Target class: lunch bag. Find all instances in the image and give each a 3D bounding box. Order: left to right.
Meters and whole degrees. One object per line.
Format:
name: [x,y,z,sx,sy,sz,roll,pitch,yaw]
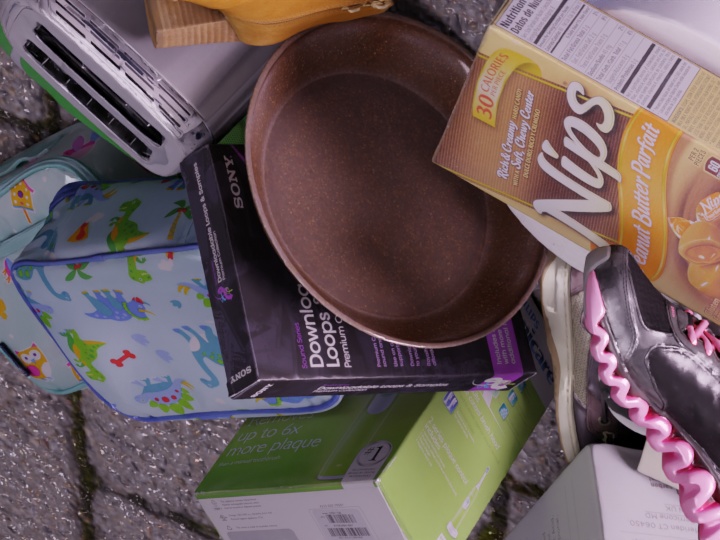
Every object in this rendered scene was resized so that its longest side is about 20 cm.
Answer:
lunch bag: [-0.192,-0.010,1.820,0.200,0.077,0.160,-26,112,44]
lunch bag: [-0.099,0.019,1.664,0.200,0.083,0.161,-6,132,38]

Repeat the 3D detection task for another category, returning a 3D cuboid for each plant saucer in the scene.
plant saucer: [0.016,-0.047,1.552,0.200,0.200,0.037,45,145,-10]

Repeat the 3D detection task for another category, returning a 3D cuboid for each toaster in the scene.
toaster: [-0.111,-0.145,1.581,0.200,0.129,0.114,43,162,-6]

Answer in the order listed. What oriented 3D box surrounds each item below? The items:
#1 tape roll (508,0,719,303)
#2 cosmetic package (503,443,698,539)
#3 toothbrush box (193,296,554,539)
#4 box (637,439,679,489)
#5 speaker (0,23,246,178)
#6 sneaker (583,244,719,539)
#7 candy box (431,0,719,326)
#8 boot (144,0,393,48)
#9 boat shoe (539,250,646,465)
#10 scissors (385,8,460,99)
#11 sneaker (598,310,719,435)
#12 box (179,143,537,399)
tape roll: [0.166,-0.080,1.515,0.202,0.071,0.203,19,137,19]
cosmetic package: [0.178,0.230,1.681,0.165,0.165,0.200,9,145,-21]
toothbrush box: [0.015,0.097,1.685,0.145,0.200,0.086,-7,123,39]
box: [0.273,0.104,1.598,0.200,0.095,0.078,23,136,13]
speaker: [-0.121,-0.111,1.673,0.200,0.088,0.088,36,139,0]
sneaker: [0.188,0.060,1.463,0.095,0.079,0.200,-25,114,21]
candy box: [0.147,-0.059,1.451,0.200,0.055,0.116,29,140,6]
boot: [-0.040,-0.175,1.445,0.201,0.144,0.071,105,151,-73]
boat shoe: [0.156,0.061,1.655,0.065,0.072,0.200,9,127,34]
scissors: [0.000,-0.165,1.592,0.200,0.014,0.073,37,138,2]
sneaker: [0.232,0.045,1.537,0.200,0.081,0.075,-15,91,16]
box: [0.000,0.000,1.572,0.036,0.200,0.143,-34,64,49]
